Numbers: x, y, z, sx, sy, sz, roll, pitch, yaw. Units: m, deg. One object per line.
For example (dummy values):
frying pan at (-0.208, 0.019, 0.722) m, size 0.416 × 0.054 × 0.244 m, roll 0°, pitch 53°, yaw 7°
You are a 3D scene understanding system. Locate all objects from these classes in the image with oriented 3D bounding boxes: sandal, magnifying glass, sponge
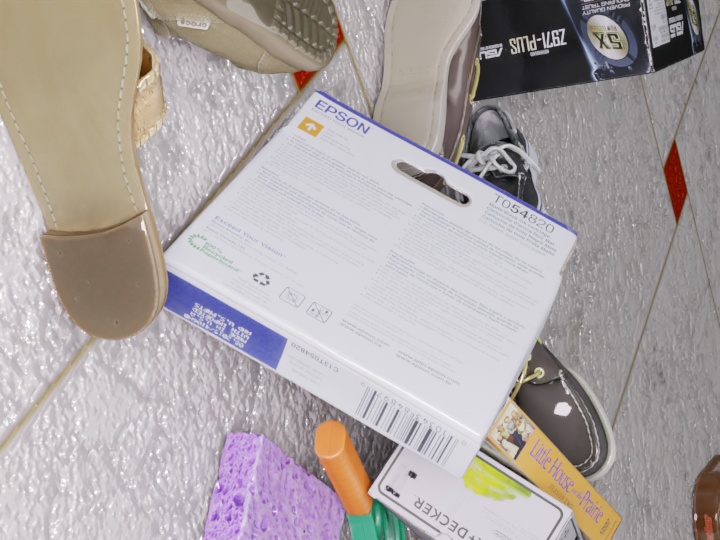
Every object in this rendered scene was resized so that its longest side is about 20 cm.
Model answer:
sandal at (-0.129, -0.077, 0.626) m, size 0.070 × 0.077 × 0.214 m, roll -68°, pitch 152°, yaw -73°
magnifying glass at (0.003, 0.155, 0.817) m, size 0.201 × 0.022 × 0.080 m, roll 72°, pitch 19°, yaw -52°
sponge at (-0.059, 0.204, 0.728) m, size 0.112 × 0.030 × 0.201 m, roll 50°, pitch 43°, yaw -49°

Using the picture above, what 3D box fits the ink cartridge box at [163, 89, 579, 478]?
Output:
ink cartridge box at (0.011, -0.002, 0.745) m, size 0.200 × 0.199 × 0.041 m, roll -54°, pitch 170°, yaw -47°

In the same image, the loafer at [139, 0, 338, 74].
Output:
loafer at (-0.098, -0.162, 0.686) m, size 0.200 × 0.067 × 0.077 m, roll 37°, pitch 49°, yaw -35°

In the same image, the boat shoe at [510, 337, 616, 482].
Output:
boat shoe at (0.102, 0.070, 0.922) m, size 0.201 × 0.072 × 0.061 m, roll 49°, pitch 9°, yaw 25°

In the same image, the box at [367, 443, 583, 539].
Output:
box at (0.085, 0.170, 0.849) m, size 0.060 × 0.116 × 0.200 m, roll -55°, pitch 158°, yaw -9°

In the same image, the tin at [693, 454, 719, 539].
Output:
tin at (0.483, 0.312, 1.706) m, size 0.200 × 0.042 × 0.113 m, roll -18°, pitch 98°, yaw -61°

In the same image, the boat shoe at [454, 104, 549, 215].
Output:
boat shoe at (0.108, -0.071, 1.019) m, size 0.068 × 0.073 × 0.200 m, roll 57°, pitch 26°, yaw -25°

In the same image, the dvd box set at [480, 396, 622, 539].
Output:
dvd box set at (0.076, 0.106, 0.842) m, size 0.030 × 0.146 × 0.200 m, roll -55°, pitch 137°, yaw -10°

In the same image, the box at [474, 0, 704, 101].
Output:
box at (0.198, -0.213, 1.131) m, size 0.200 × 0.163 × 0.087 m, roll -29°, pitch 111°, yaw -60°

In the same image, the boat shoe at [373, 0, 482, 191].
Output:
boat shoe at (0.057, -0.151, 0.961) m, size 0.060 × 0.071 × 0.202 m, roll 47°, pitch 49°, yaw -56°
